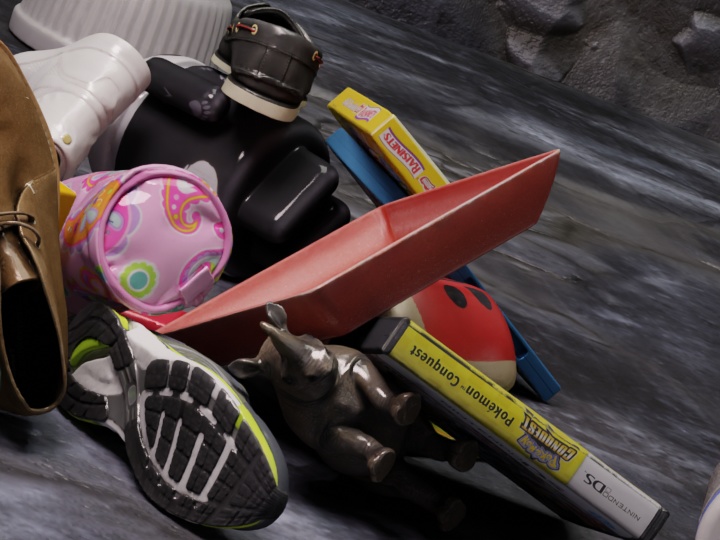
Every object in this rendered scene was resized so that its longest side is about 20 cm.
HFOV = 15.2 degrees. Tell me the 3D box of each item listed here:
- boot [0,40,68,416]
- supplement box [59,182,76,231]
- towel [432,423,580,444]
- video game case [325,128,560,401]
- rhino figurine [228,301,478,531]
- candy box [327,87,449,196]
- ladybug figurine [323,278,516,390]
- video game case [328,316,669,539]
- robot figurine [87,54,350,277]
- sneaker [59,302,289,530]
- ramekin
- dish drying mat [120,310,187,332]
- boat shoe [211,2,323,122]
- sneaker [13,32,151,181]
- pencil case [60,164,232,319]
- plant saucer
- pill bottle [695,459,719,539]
[{"bbox_3d":[-0.177,-0.024,1.357,0.073,0.201,0.075,-13,9,-17],"label":"boot"},{"bbox_3d":[-0.270,-0.028,1.423,0.200,0.109,0.109,12,16,-43],"label":"supplement box"},{"bbox_3d":[0.053,0.093,1.717,0.086,0.018,0.200,33,15,38],"label":"towel"},{"bbox_3d":[0.059,-0.003,1.891,0.200,0.018,0.143,51,-1,-43],"label":"video game case"},{"bbox_3d":[-0.009,0.073,1.465,0.087,0.060,0.200,29,-9,37],"label":"rhino figurine"},{"bbox_3d":[0.029,-0.072,1.857,0.102,0.026,0.200,53,-2,-12],"label":"candy box"},{"bbox_3d":[0.031,0.037,1.747,0.135,0.072,0.200,16,3,31],"label":"ladybug figurine"},{"bbox_3d":[0.072,0.088,1.528,0.180,0.026,0.200,36,-6,-7],"label":"video game case"},{"bbox_3d":[-0.101,-0.074,1.907,0.200,0.151,0.125,30,27,32],"label":"robot figurine"},{"bbox_3d":[-0.084,0.076,1.408,0.081,0.074,0.200,18,14,-37],"label":"sneaker"},{"bbox_3d":[-0.213,-0.236,2.478,0.199,0.105,0.200,21,11,-4],"label":"ramekin"},{"bbox_3d":[-0.203,-0.001,1.660,0.199,0.018,0.077,22,12,0],"label":"dish drying mat"},{"bbox_3d":[-0.061,-0.150,1.877,0.073,0.063,0.201,22,8,-7],"label":"boat shoe"},{"bbox_3d":[-0.235,-0.092,1.862,0.074,0.116,0.200,46,-32,-16],"label":"sneaker"},{"bbox_3d":[-0.142,-0.013,1.522,0.087,0.088,0.200,18,-10,-23],"label":"pencil case"},{"bbox_3d":[0.000,0.000,1.584,0.200,0.037,0.199,-30,8,-32],"label":"plant saucer"},{"bbox_3d":[0.259,0.151,1.605,0.113,0.114,0.200,24,12,6],"label":"pill bottle"}]
